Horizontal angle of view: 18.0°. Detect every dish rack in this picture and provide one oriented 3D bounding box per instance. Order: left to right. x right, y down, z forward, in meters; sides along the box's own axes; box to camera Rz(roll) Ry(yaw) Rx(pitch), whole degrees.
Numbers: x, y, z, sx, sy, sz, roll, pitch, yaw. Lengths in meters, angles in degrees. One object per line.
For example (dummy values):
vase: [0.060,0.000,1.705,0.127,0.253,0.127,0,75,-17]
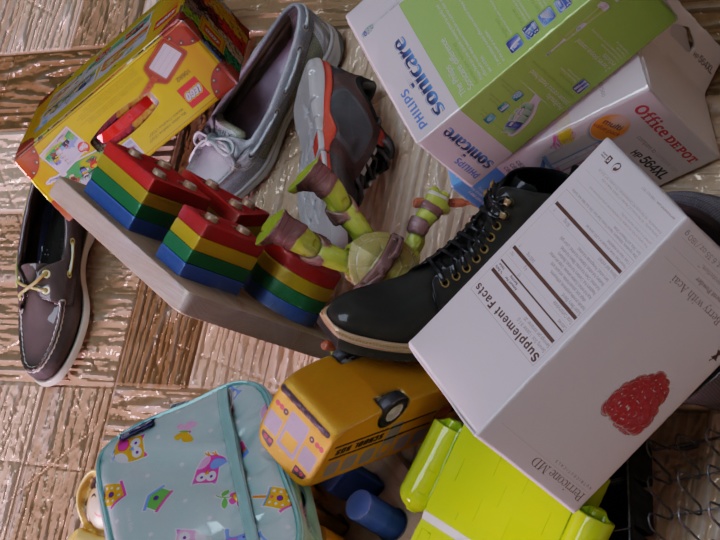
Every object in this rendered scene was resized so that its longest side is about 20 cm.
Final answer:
dish rack: [0.260,0.170,1.575,0.199,0.054,0.155,-14,62,30]

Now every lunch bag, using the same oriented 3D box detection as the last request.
lunch bag: [-0.110,0.179,1.694,0.159,0.077,0.201,-26,46,8]

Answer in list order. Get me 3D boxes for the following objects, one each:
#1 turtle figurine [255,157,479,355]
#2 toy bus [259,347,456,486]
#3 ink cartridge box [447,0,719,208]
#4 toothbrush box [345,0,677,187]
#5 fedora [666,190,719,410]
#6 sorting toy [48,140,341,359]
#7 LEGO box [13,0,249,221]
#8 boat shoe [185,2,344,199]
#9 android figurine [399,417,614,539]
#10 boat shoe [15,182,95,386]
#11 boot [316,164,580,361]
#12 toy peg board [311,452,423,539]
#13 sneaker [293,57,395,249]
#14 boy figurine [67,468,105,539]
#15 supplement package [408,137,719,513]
turtle figurine: [0.000,0.000,1.764,0.201,0.161,0.064,-55,13,-4]
toy bus: [0.020,0.095,1.702,0.065,0.199,0.079,44,126,25]
ink cartridge box: [0.172,-0.131,1.731,0.199,0.128,0.126,-25,56,25]
toothbrush box: [0.108,-0.186,1.663,0.200,0.086,0.146,-39,52,13]
fedora: [0.233,0.038,1.630,0.177,0.090,0.200,-47,39,5]
sorting toy: [-0.117,-0.021,1.837,0.200,0.198,0.070,38,102,40]
LEGO box: [-0.200,-0.156,2.000,0.200,0.077,0.149,-37,18,17]
boat shoe: [-0.095,-0.140,1.971,0.202,0.065,0.074,-51,49,4]
android figurine: [0.102,0.179,1.636,0.182,0.041,0.201,31,97,42]
boat shoe: [-0.282,0.002,2.041,0.071,0.060,0.203,-10,63,32]
boot: [0.069,-0.014,1.677,0.078,0.199,0.139,49,137,40]
toy peg board: [-0.063,0.196,1.757,0.199,0.098,0.200,-49,45,7]
sneaker: [-0.007,-0.095,1.871,0.077,0.081,0.201,116,156,-51]
boy figurine: [-0.218,0.259,1.873,0.124,0.064,0.202,8,77,41]
supplement package: [0.156,0.038,1.535,0.200,0.121,0.120,-47,38,7]
